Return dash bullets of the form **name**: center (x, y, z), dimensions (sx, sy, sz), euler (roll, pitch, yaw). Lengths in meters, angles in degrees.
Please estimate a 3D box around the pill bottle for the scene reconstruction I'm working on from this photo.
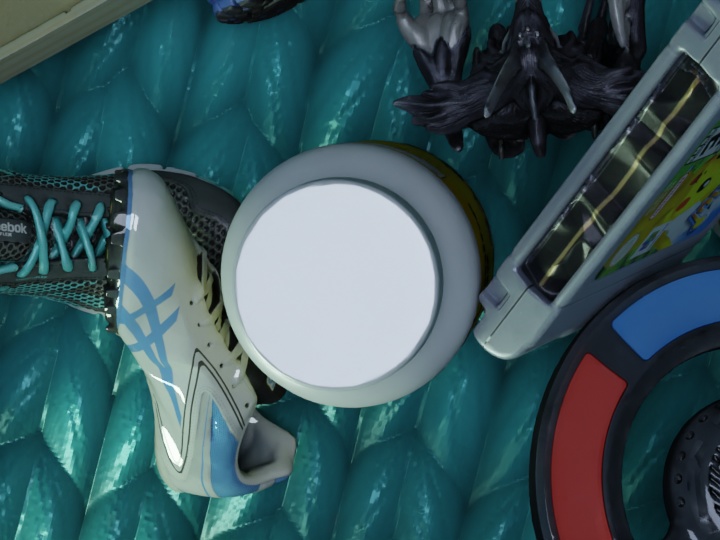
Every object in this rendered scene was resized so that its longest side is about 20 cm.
- **pill bottle**: center (0.000, 0.000, 1.044), dimensions (0.111, 0.200, 0.114), euler (0, 94, 6)

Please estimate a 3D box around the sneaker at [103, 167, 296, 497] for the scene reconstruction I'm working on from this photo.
- **sneaker**: center (-0.074, 0.027, 1.080), dimensions (0.072, 0.072, 0.201), euler (-7, 136, 7)

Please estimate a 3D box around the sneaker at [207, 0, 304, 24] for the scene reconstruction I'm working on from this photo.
- **sneaker**: center (0.003, -0.196, 1.096), dimensions (0.199, 0.077, 0.086), euler (-28, 86, 7)

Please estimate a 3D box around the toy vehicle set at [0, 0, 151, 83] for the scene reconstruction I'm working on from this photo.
- **toy vehicle set**: center (-0.123, -0.182, 1.099), dimensions (0.199, 0.026, 0.125), euler (-26, 76, 18)

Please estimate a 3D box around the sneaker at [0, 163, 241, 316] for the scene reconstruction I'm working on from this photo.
- **sneaker**: center (-0.151, -0.013, 1.114), dimensions (0.198, 0.091, 0.078), euler (1, 95, 6)

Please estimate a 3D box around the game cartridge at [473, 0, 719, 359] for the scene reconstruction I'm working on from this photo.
- **game cartridge**: center (0.136, -0.050, 0.990), dimensions (0.040, 0.133, 0.200), euler (44, 124, 13)

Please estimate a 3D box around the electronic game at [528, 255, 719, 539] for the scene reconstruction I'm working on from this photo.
- **electronic game**: center (0.167, 0.092, 1.007), dimensions (0.198, 0.042, 0.202), euler (3, 77, -13)

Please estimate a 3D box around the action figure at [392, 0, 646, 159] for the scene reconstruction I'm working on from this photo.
- **action figure**: center (0.074, -0.099, 1.030), dimensions (0.118, 0.200, 0.103), euler (-10, 90, 7)

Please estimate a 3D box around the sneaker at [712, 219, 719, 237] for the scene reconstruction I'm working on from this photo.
- **sneaker**: center (0.222, -0.096, 1.074), dimensions (0.072, 0.085, 0.201), euler (27, 95, 6)
